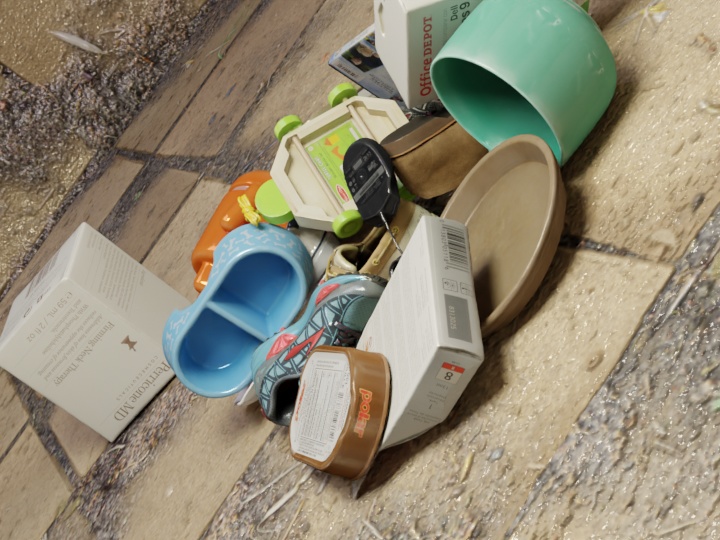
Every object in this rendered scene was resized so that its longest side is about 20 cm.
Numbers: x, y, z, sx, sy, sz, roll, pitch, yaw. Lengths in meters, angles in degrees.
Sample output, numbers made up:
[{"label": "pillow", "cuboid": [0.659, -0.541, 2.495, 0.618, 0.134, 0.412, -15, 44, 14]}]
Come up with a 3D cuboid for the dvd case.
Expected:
[{"label": "dvd case", "cuboid": [0.056, -0.215, 1.532, 0.018, 0.142, 0.200, -63, 15, -15]}]

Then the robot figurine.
[{"label": "robot figurine", "cuboid": [-0.132, -0.039, 1.728, 0.116, 0.144, 0.201, -3, 50, 44]}]

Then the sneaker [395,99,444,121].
[{"label": "sneaker", "cuboid": [0.065, -0.149, 1.528, 0.200, 0.080, 0.075, -28, 31, 58]}]

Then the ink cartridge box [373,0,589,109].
[{"label": "ink cartridge box", "cuboid": [0.117, -0.259, 1.359, 0.198, 0.146, 0.088, -18, 58, -10]}]

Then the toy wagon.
[{"label": "toy wagon", "cuboid": [-0.034, -0.103, 1.471, 0.199, 0.040, 0.156, -30, 59, -3]}]

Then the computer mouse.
[{"label": "computer mouse", "cuboid": [0.035, -0.044, 1.360, 0.059, 0.034, 0.202, -42, 59, 37]}]

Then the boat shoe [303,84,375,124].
[{"label": "boat shoe", "cuboid": [-0.007, -0.190, 1.770, 0.200, 0.069, 0.075, -43, 4, -41]}]

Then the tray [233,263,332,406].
[{"label": "tray", "cuboid": [-0.072, 0.067, 1.531, 0.201, 0.022, 0.107, -56, 5, -9]}]

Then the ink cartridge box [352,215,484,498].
[{"label": "ink cartridge box", "cuboid": [0.043, 0.080, 1.216, 0.163, 0.049, 0.201, -93, 20, -47]}]

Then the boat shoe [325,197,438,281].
[{"label": "boat shoe", "cuboid": [0.000, 0.000, 1.440, 0.200, 0.066, 0.074, -45, 21, 23]}]

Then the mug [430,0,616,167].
[{"label": "mug", "cuboid": [0.149, -0.180, 1.284, 0.115, 0.152, 0.185, -50, 18, -13]}]

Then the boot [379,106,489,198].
[{"label": "boot", "cuboid": [0.120, -0.144, 1.413, 0.199, 0.076, 0.074, -31, 14, -4]}]

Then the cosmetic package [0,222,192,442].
[{"label": "cosmetic package", "cuboid": [-0.355, 0.081, 1.901, 0.167, 0.199, 0.167, -45, 20, 19]}]

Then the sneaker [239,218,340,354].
[{"label": "sneaker", "cuboid": [-0.102, 0.027, 1.537, 0.201, 0.070, 0.073, -54, 4, 13]}]

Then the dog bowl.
[{"label": "dog bowl", "cuboid": [-0.127, 0.047, 1.471, 0.201, 0.111, 0.050, -54, 17, 11]}]

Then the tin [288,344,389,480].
[{"label": "tin", "cuboid": [-0.022, 0.122, 1.256, 0.200, 0.041, 0.113, 172, 115, -74]}]

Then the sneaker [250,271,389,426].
[{"label": "sneaker", "cuboid": [-0.031, 0.084, 1.390, 0.200, 0.079, 0.096, -45, 38, 33]}]

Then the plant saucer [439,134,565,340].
[{"label": "plant saucer", "cuboid": [0.116, -0.023, 1.231, 0.200, 0.029, 0.202, -47, 29, 36]}]
